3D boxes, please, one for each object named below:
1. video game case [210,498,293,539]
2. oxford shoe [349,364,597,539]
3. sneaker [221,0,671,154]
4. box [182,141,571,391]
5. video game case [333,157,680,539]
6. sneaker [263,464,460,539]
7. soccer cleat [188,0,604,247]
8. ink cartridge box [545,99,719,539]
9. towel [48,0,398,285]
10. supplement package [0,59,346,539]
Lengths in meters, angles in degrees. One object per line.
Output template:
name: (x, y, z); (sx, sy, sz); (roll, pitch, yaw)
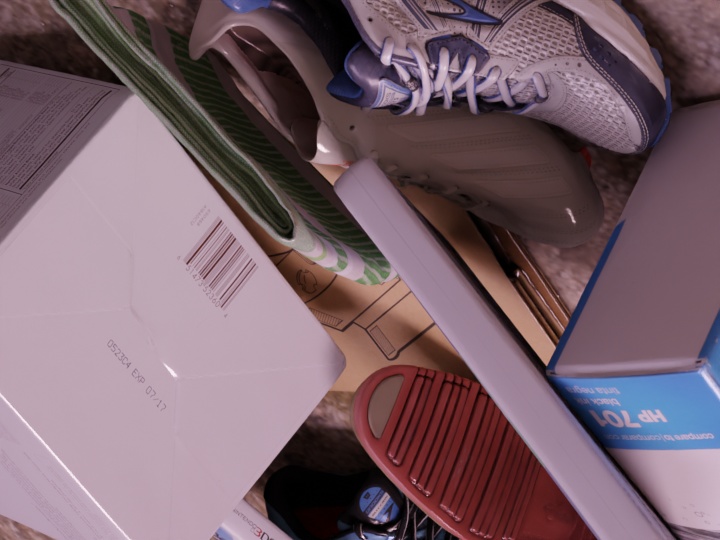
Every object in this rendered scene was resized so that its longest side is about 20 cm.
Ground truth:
video game case: (-0.079, 0.152, 1.513); (0.200, 0.022, 0.182); (9, 153, 50)
oxford shoe: (0.060, 0.105, 1.400); (0.200, 0.071, 0.075); (35, 163, -31)
sneaker: (0.027, -0.090, 1.144); (0.199, 0.085, 0.077); (29, 150, 2)
box: (0.000, 0.000, 1.365); (0.199, 0.021, 0.164); (0, 138, 43)
video game case: (0.070, 0.052, 1.179); (0.200, 0.023, 0.182); (52, -177, 15)
sneaker: (0.026, 0.150, 1.513); (0.199, 0.079, 0.090); (8, 140, 33)
soccer cleat: (0.014, -0.062, 1.206); (0.200, 0.078, 0.069); (37, 149, -12)
ink cartridge box: (0.181, 0.049, 1.154); (0.086, 0.147, 0.200); (-4, 135, 43)
towel: (-0.052, -0.056, 1.193); (0.153, 0.023, 0.200); (47, -176, 14)
supplement package: (-0.154, 0.016, 1.360); (0.200, 0.147, 0.191); (15, 149, 49)
